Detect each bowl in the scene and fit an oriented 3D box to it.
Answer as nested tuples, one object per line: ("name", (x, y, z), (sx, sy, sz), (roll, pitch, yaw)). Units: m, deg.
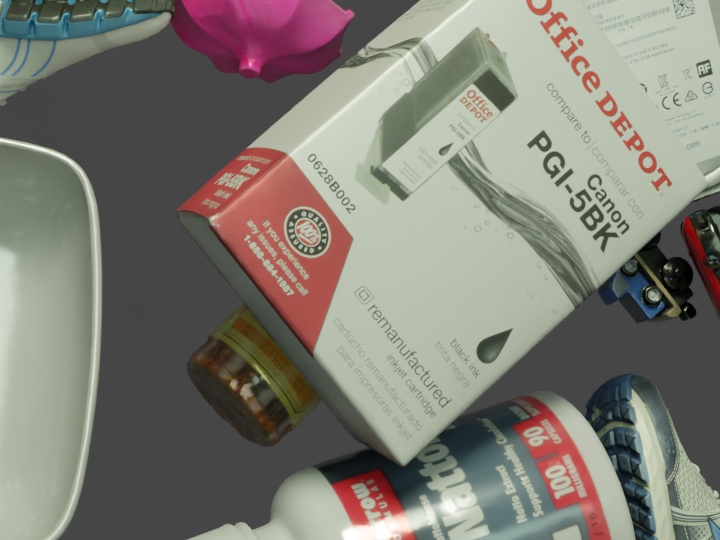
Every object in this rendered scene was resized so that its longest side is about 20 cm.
("bowl", (-0.223, 0.038, 0.788), (0.197, 0.075, 0.203), (5, 78, -13))

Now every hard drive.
("hard drive", (0.133, -0.128, 0.861), (0.138, 0.038, 0.202), (-18, 100, -10))

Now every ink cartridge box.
("ink cartridge box", (0.039, -0.034, 0.781), (0.200, 0.083, 0.147), (-42, 104, -10))

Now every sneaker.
("sneaker", (-0.187, -0.105, 0.821), (0.197, 0.087, 0.075), (-10, 44, -7))
("sneaker", (0.171, 0.148, 0.875), (0.084, 0.077, 0.202), (-16, 91, -26))

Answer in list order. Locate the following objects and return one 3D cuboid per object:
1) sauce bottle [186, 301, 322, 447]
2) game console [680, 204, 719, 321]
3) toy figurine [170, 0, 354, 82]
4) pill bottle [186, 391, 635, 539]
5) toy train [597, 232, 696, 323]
("sauce bottle", (0.000, 0.000, 0.856), (0.066, 0.066, 0.200), (44, 73, -3))
("game console", (0.261, 0.041, 0.890), (0.118, 0.172, 0.202), (-26, 86, 10))
("toy figurine", (-0.049, -0.192, 0.868), (0.199, 0.149, 0.186), (-24, 100, -41))
("pill bottle", (0.020, 0.142, 0.805), (0.198, 0.120, 0.121), (-17, 84, -16))
("toy train", (0.109, -0.046, 0.907), (0.046, 0.034, 0.200), (-40, 91, -14))
